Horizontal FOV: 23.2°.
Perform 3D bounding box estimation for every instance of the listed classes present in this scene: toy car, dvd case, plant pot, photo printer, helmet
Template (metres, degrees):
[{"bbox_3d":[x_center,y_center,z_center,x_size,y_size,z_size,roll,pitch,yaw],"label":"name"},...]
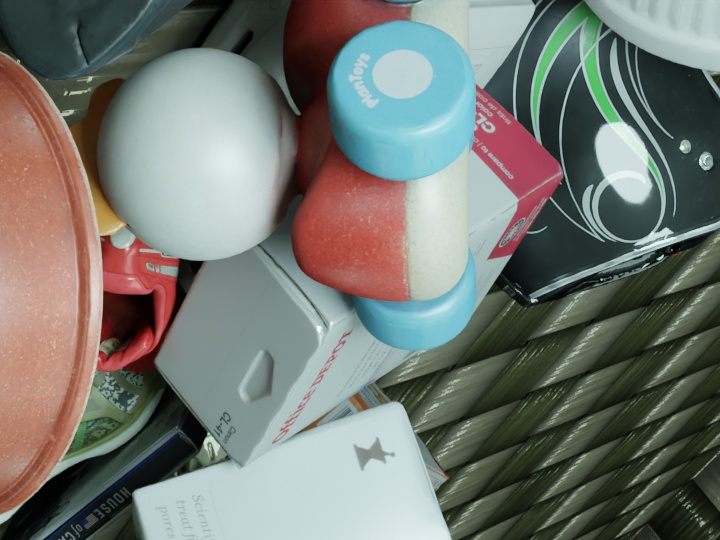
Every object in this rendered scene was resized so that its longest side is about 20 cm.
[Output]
[{"bbox_3d":[-0.047,-0.070,0.800,0.198,0.178,0.185,0,151,3],"label":"toy car"},{"bbox_3d":[-0.161,0.125,1.133,0.200,0.025,0.151,-38,-166,23],"label":"dvd case"},{"bbox_3d":[-0.237,0.007,0.675,0.194,0.201,0.201,-2,140,-46],"label":"plant pot"},{"bbox_3d":[-0.014,-0.107,0.964,0.199,0.070,0.167,-14,149,-48],"label":"photo printer"},{"bbox_3d":[0.139,-0.092,1.088,0.199,0.192,0.200,-20,174,-2],"label":"helmet"}]

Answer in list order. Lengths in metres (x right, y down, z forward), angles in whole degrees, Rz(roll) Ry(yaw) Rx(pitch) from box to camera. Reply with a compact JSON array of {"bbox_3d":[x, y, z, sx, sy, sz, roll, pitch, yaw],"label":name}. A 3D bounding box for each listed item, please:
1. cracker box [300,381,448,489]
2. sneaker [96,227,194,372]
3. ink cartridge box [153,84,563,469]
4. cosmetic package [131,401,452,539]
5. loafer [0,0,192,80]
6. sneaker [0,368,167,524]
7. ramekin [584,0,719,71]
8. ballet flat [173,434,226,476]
[{"bbox_3d":[-0.011,0.113,1.345,0.058,0.134,0.200,-40,160,2],"label":"cracker box"},{"bbox_3d":[-0.134,0.020,0.967,0.200,0.076,0.085,101,0,-64],"label":"sneaker"},{"bbox_3d":[0.000,0.000,0.963,0.199,0.086,0.148,-30,161,-39],"label":"ink cartridge box"},{"bbox_3d":[-0.037,0.193,1.046,0.164,0.166,0.200,-17,169,-11],"label":"cosmetic package"},{"bbox_3d":[-0.073,-0.162,0.770,0.200,0.073,0.072,-37,-178,5],"label":"loafer"},{"bbox_3d":[-0.197,0.081,1.062,0.200,0.077,0.089,-40,148,-8],"label":"sneaker"},{"bbox_3d":[0.210,-0.216,0.946,0.199,0.200,0.105,-32,150,-16],"label":"ramekin"},{"bbox_3d":[-0.114,0.124,1.296,0.067,0.062,0.200,-30,158,-23],"label":"ballet flat"}]
